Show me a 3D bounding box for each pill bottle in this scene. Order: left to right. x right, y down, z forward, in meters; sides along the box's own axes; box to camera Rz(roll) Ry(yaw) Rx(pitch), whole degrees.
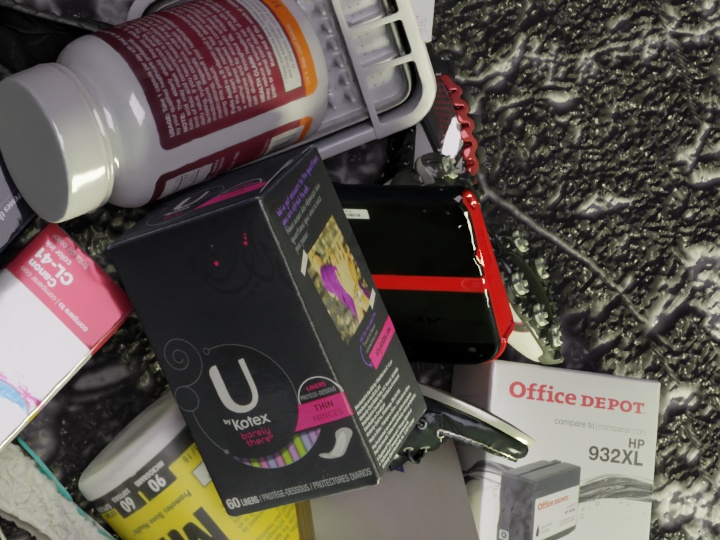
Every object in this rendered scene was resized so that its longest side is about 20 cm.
[{"bbox_3d":[-0.129,-0.109,1.158,0.199,0.114,0.115,-24,93,-32],"label":"pill bottle"},{"bbox_3d":[-0.093,0.186,1.244,0.114,0.114,0.200,-43,98,-17],"label":"pill bottle"}]

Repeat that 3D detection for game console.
[{"bbox_3d":[0.000,0.000,1.236,0.198,0.178,0.031,2,48,20],"label":"game console"}]

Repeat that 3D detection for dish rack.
[{"bbox_3d":[-0.057,-0.159,1.281,0.198,0.044,0.173,-22,121,-2],"label":"dish rack"}]

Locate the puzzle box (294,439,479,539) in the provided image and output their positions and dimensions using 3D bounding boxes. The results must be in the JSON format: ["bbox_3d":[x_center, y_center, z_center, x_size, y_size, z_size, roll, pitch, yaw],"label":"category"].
[{"bbox_3d":[0.016,0.159,1.253,0.132,0.201,0.026,17,116,-16],"label":"puzzle box"}]

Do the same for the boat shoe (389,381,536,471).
[{"bbox_3d":[0.023,0.106,1.256,0.198,0.075,0.067,22,85,-4],"label":"boat shoe"}]

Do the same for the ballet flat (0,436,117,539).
[{"bbox_3d":[-0.193,0.199,1.213,0.200,0.072,0.072,41,72,16],"label":"ballet flat"}]

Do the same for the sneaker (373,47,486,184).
[{"bbox_3d":[0.044,-0.066,1.338,0.097,0.071,0.203,-8,89,-22],"label":"sneaker"}]

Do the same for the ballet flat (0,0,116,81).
[{"bbox_3d":[-0.207,-0.140,1.180,0.199,0.057,0.067,12,98,-38],"label":"ballet flat"}]

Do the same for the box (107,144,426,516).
[{"bbox_3d":[-0.057,0.040,1.157,0.202,0.121,0.106,66,27,-13],"label":"box"}]

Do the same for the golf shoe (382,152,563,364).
[{"bbox_3d":[0.076,0.001,1.286,0.200,0.088,0.078,48,30,-29],"label":"golf shoe"}]

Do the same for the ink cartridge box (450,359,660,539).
[{"bbox_3d":[0.140,0.175,1.340,0.143,0.084,0.202,8,82,-17],"label":"ink cartridge box"}]

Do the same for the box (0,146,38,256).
[{"bbox_3d":[-0.340,-0.045,1.176,0.197,0.124,0.200,44,72,-8],"label":"box"}]

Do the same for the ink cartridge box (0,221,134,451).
[{"bbox_3d":[-0.254,0.071,1.182,0.086,0.147,0.200,47,72,-9],"label":"ink cartridge box"}]

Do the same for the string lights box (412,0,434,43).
[{"bbox_3d":[-0.044,-0.231,1.329,0.198,0.059,0.104,7,86,-18],"label":"string lights box"}]
